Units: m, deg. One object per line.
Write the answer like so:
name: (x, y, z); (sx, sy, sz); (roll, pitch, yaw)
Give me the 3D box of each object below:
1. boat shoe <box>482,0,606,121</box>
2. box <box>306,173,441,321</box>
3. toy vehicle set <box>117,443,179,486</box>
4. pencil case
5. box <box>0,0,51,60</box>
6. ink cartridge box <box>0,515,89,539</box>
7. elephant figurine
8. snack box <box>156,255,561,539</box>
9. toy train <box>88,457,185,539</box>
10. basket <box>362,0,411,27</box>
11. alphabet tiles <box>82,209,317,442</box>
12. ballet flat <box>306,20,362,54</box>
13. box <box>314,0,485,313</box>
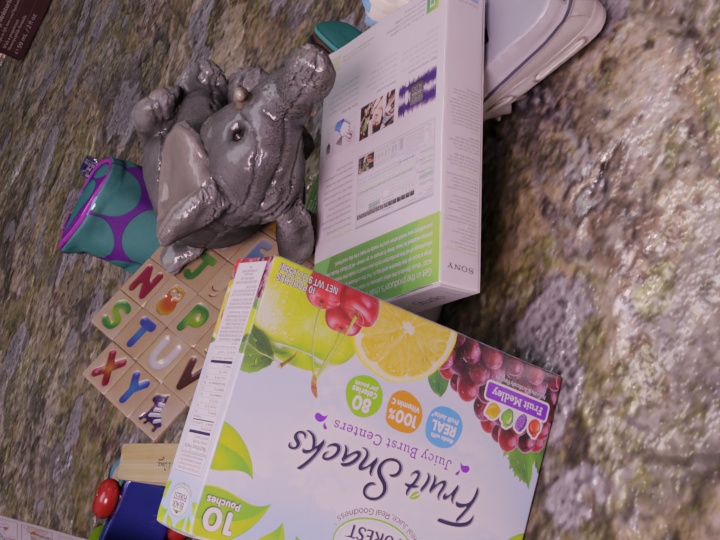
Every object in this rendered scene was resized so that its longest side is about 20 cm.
boat shoe: (0.081, -0.126, 0.802); (0.200, 0.069, 0.072); (-39, 47, 39)
box: (0.000, 0.000, 0.879); (0.200, 0.036, 0.146); (16, 84, 61)
toy vehicle set: (-0.073, 0.141, 0.823); (0.199, 0.123, 0.027); (-13, 66, 57)
pencil case: (-0.144, -0.019, 0.983); (0.092, 0.199, 0.086); (-35, 38, 46)
box: (-0.759, -0.567, 2.463); (0.167, 0.199, 0.165); (-57, 30, 19)
ink cartridge box: (-0.242, 0.298, 0.927); (0.176, 0.199, 0.084); (-55, 30, 19)
elephant figurine: (-0.082, -0.066, 0.796); (0.141, 0.156, 0.200); (-28, 25, -10)
snack box: (0.006, 0.093, 0.638); (0.053, 0.199, 0.144); (-1, 69, 59)
toy train: (-0.224, 0.266, 1.059); (0.202, 0.084, 0.116); (-67, 18, 2)
basket: (0.076, -0.263, 0.806); (0.201, 0.138, 0.178); (104, -178, -54)
alphabet tiles: (-0.108, 0.025, 0.871); (0.200, 0.006, 0.166); (-48, 49, -12)
ballet flat: (0.010, -0.139, 0.952); (0.073, 0.073, 0.200); (-60, 35, 14)
box: (0.023, -0.069, 0.771); (0.144, 0.036, 0.202); (-21, 61, 54)
